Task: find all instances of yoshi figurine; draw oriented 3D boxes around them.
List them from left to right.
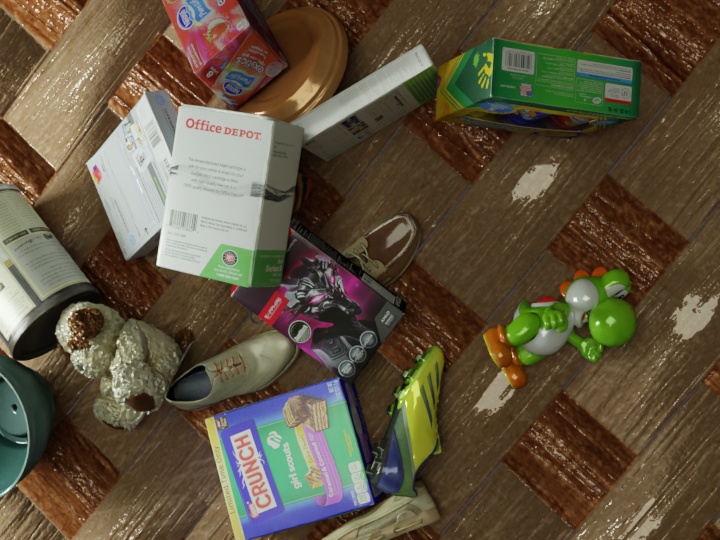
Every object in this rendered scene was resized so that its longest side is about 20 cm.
[{"bbox_3d":[0.263,0.078,1.408,0.198,0.112,0.113,-32,96,7],"label":"yoshi figurine"}]

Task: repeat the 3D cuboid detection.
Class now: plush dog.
[{"bbox_3d":[-0.331,0.104,1.514,0.170,0.200,0.162,33,62,-11],"label":"plush dog"}]

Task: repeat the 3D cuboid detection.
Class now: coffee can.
[{"bbox_3d":[-0.479,0.002,1.563,0.146,0.146,0.201,-42,78,7],"label":"coffee can"}]

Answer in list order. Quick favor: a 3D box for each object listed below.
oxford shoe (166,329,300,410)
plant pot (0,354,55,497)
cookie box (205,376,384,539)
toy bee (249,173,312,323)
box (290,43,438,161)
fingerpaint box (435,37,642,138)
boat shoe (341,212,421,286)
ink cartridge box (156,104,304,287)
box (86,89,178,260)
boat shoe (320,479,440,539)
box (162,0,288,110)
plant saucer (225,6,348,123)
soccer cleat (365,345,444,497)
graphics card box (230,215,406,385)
[{"bbox_3d":[-0.173,0.139,1.517,0.198,0.074,0.072,-30,80,10],"label":"oxford shoe"},{"bbox_3d":[-0.507,0.203,1.554,0.197,0.134,0.204,3,99,17],"label":"plant pot"},{"bbox_3d":[-0.088,0.249,1.489,0.197,0.075,0.174,-18,83,12],"label":"cookie box"},{"bbox_3d":[-0.138,-0.049,1.493,0.130,0.108,0.203,-17,58,45],"label":"toy bee"},{"bbox_3d":[0.014,-0.215,1.461,0.198,0.144,0.037,-28,82,9],"label":"box"},{"bbox_3d":[0.212,-0.216,1.363,0.196,0.166,0.075,5,87,-19],"label":"fingerpaint box"},{"bbox_3d":[0.000,0.000,1.486,0.200,0.072,0.076,-44,78,7],"label":"boat shoe"},{"bbox_3d":[-0.159,-0.092,1.377,0.144,0.084,0.204,13,96,26],"label":"ink cartridge box"},{"bbox_3d":[-0.293,-0.126,1.526,0.199,0.041,0.158,-35,76,45],"label":"box"},{"bbox_3d":[0.010,0.350,1.461,0.198,0.071,0.065,-33,79,8],"label":"boat shoe"},{"bbox_3d":[-0.186,-0.326,1.500,0.099,0.095,0.201,-36,50,12],"label":"box"},{"bbox_3d":[-0.107,-0.272,1.503,0.197,0.037,0.203,-16,58,27],"label":"plant saucer"},{"bbox_3d":[0.075,0.197,1.450,0.083,0.065,0.203,25,70,-6],"label":"soccer cleat"},{"bbox_3d":[-0.053,0.037,1.438,0.199,0.051,0.126,37,105,-5],"label":"graphics card box"}]
